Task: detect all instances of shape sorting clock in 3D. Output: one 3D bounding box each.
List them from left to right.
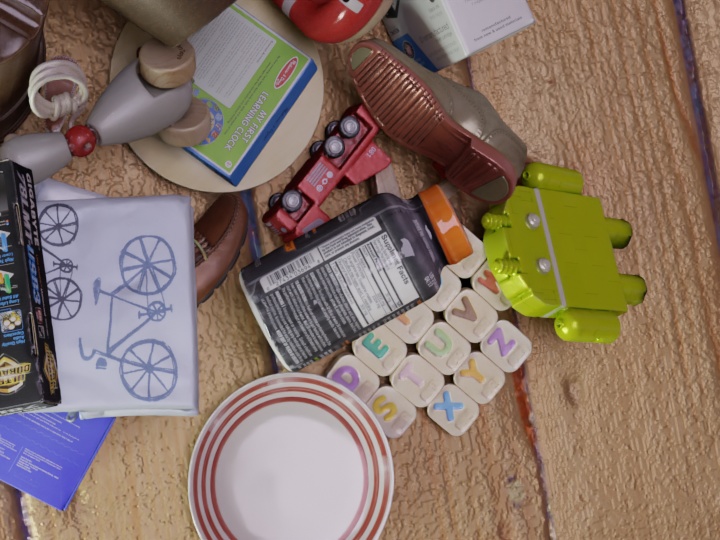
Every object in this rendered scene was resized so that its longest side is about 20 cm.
[{"bbox_3d":[-0.132,-0.171,1.465,0.198,0.039,0.202,1,82,-8],"label":"shape sorting clock"}]

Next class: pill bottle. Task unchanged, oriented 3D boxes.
[{"bbox_3d":[0.000,0.000,1.423,0.199,0.106,0.107,-28,96,1],"label":"pill bottle"}]

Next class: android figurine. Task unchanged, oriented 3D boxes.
[{"bbox_3d":[0.193,-0.017,1.527,0.199,0.041,0.184,8,63,-38],"label":"android figurine"}]

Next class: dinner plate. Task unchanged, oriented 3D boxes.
[{"bbox_3d":[-0.064,0.195,1.473,0.198,0.024,0.202,1,88,-18],"label":"dinner plate"}]

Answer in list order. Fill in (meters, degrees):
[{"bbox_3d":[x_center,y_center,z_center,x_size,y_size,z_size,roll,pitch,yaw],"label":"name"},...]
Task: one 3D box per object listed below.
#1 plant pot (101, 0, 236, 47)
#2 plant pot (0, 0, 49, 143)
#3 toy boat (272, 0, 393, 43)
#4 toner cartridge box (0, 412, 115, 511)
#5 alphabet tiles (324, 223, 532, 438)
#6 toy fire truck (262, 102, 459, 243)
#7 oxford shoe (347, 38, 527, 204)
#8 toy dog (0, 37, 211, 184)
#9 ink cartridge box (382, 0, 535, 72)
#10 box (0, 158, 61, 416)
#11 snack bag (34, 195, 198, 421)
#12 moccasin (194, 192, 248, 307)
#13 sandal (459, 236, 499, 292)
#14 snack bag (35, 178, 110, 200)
[{"bbox_3d":[-0.180,-0.292,1.310,0.187,0.187,0.200,-43,104,-16],"label":"plant pot"},{"bbox_3d":[-0.341,-0.207,1.303,0.198,0.198,0.202,4,80,-20],"label":"plant pot"},{"bbox_3d":[-0.058,-0.293,1.411,0.200,0.130,0.131,47,115,21],"label":"toy boat"},{"bbox_3d":[-0.319,0.117,1.361,0.199,0.043,0.096,31,85,-14],"label":"toner cartridge box"},{"bbox_3d":[0.061,0.058,1.504,0.195,0.015,0.200,41,90,-15],"label":"alphabet tiles"},{"bbox_3d":[0.016,-0.080,1.506,0.141,0.049,0.201,41,76,-14],"label":"toy fire truck"},{"bbox_3d":[0.072,-0.149,1.479,0.200,0.071,0.074,43,48,-11],"label":"oxford shoe"},{"bbox_3d":[-0.226,-0.146,1.377,0.199,0.096,0.133,-10,130,-35],"label":"toy dog"},{"bbox_3d":[0.062,-0.293,1.484,0.083,0.145,0.201,-27,95,-18],"label":"ink cartridge box"},{"bbox_3d":[-0.353,0.028,1.291,0.198,0.050,0.201,-12,82,8],"label":"box"},{"bbox_3d":[-0.236,0.032,1.346,0.198,0.021,0.191,-2,81,-12],"label":"snack bag"},{"bbox_3d":[-0.179,0.003,1.419,0.201,0.074,0.078,-44,119,-12],"label":"moccasin"},{"bbox_3d":[0.117,0.002,1.536,0.199,0.048,0.076,-14,91,-20],"label":"sandal"},{"bbox_3d":[-0.309,0.003,1.403,0.198,0.021,0.190,18,80,-17],"label":"snack bag"}]
